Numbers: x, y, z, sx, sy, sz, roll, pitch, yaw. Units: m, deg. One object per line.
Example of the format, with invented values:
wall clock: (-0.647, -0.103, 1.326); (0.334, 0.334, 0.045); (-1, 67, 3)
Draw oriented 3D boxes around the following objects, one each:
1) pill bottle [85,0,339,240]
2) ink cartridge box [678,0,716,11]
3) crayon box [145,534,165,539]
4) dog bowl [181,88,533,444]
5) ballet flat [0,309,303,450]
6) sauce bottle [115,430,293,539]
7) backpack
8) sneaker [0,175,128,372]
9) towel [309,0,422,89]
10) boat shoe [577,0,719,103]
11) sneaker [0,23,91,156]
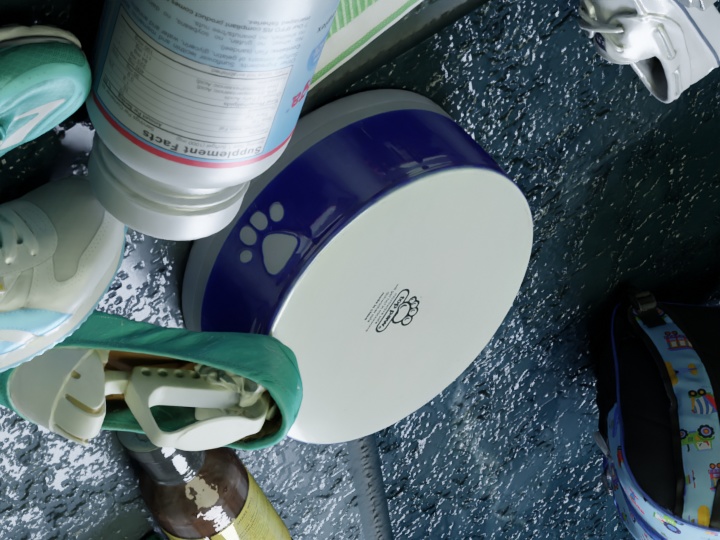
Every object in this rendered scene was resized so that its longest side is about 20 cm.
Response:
pill bottle: (-0.074, -0.112, 1.280); (0.108, 0.109, 0.200); (-18, 146, -34)
ink cartridge box: (0.198, -0.258, 1.387); (0.200, 0.145, 0.084); (-42, 145, -4)
crayon box: (-0.169, 0.267, 1.629); (0.200, 0.058, 0.119); (-39, 146, -8)
dog bowl: (0.000, 0.000, 1.510); (0.200, 0.079, 0.201); (-27, 142, -24)
ballet flat: (-0.124, 0.061, 1.383); (0.199, 0.071, 0.068); (5, 124, -16)
sauce bottle: (-0.092, 0.136, 1.567); (0.065, 0.065, 0.200); (-38, 146, -9)
backpack: (0.246, 0.125, 1.753); (0.182, 0.201, 0.135); (5, 134, -4)
sneaker: (-0.203, 0.006, 1.309); (0.200, 0.076, 0.081); (-33, 142, -21)
towel: (-0.002, -0.199, 1.352); (0.152, 0.023, 0.200); (-38, 144, -11)
boat shoe: (0.161, -0.150, 1.527); (0.065, 0.074, 0.200); (-51, 145, 2)
sneaker: (-0.208, -0.046, 1.244); (0.200, 0.080, 0.078); (-33, 144, -18)
